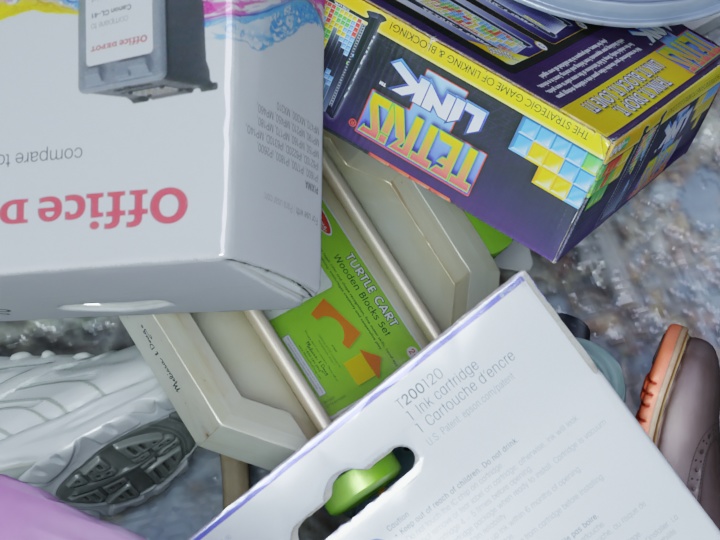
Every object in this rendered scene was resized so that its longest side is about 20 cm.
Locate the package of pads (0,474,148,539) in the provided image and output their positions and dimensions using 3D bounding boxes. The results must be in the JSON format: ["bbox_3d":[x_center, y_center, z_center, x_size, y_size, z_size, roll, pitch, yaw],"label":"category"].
[{"bbox_3d":[-0.110,0.153,0.567,0.120,0.076,0.200,17,41,20],"label":"package of pads"}]

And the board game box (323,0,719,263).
[{"bbox_3d":[0.049,-0.088,0.824,0.165,0.057,0.200,32,25,13],"label":"board game box"}]

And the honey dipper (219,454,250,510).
[{"bbox_3d":[-0.052,0.080,0.841,0.038,0.038,0.202,1,61,-10],"label":"honey dipper"}]

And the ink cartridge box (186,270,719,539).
[{"bbox_3d":[0.041,0.136,0.735,0.198,0.043,0.201,-37,95,-2],"label":"ink cartridge box"}]

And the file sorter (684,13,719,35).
[{"bbox_3d":[0.114,-0.216,0.973,0.138,0.125,0.201,-28,72,-21],"label":"file sorter"}]

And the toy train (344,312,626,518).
[{"bbox_3d":[0.046,0.104,0.825,0.113,0.085,0.202,7,62,4],"label":"toy train"}]

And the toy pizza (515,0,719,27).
[{"bbox_3d":[0.096,-0.182,0.863,0.198,0.032,0.202,6,60,-10],"label":"toy pizza"}]

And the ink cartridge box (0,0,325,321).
[{"bbox_3d":[-0.091,-0.090,0.711,0.146,0.086,0.202,-4,78,20],"label":"ink cartridge box"}]

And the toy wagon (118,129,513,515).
[{"bbox_3d":[0.000,0.000,0.799,0.199,0.040,0.156,-27,80,-38],"label":"toy wagon"}]

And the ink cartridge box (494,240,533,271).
[{"bbox_3d":[-0.031,-0.045,0.873,0.198,0.067,0.118,8,60,-27],"label":"ink cartridge box"}]

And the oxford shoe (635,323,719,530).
[{"bbox_3d":[0.138,0.122,0.796,0.072,0.071,0.202,2,96,13],"label":"oxford shoe"}]

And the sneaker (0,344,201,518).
[{"bbox_3d":[-0.143,0.058,0.807,0.199,0.078,0.100,-25,61,-13],"label":"sneaker"}]
